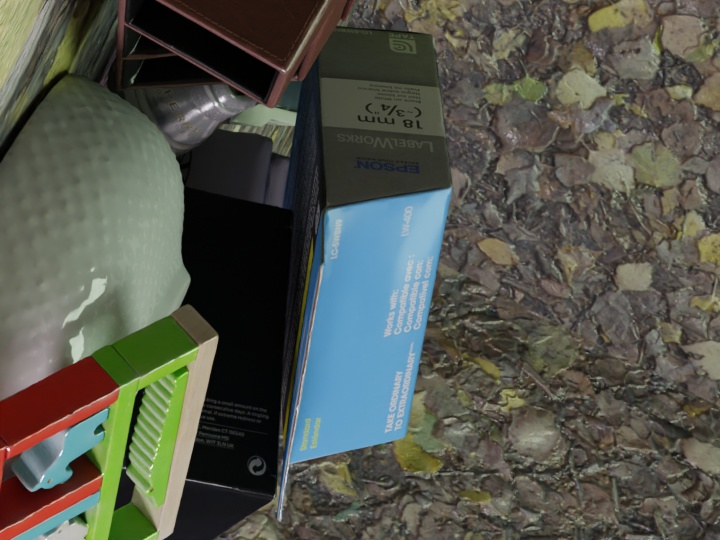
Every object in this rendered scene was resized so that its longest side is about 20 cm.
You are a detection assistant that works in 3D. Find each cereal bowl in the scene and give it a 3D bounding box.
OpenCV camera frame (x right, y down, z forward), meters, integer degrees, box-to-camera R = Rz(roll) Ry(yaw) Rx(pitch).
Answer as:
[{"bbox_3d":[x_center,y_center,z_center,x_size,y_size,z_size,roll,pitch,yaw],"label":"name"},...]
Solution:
[{"bbox_3d":[-0.126,0.025,1.024,0.200,0.083,0.200,-63,-178,4],"label":"cereal bowl"}]

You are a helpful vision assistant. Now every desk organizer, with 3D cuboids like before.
[{"bbox_3d":[-0.044,-0.102,0.935,0.077,0.072,0.200,-60,-178,-9],"label":"desk organizer"}]

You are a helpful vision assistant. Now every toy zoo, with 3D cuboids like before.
[{"bbox_3d":[-0.144,0.100,0.941,0.200,0.020,0.131,-28,150,-34],"label":"toy zoo"}]

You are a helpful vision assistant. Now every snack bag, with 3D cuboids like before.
[{"bbox_3d":[-0.091,0.017,1.305,0.200,0.021,0.189,-162,-100,-66],"label":"snack bag"}]

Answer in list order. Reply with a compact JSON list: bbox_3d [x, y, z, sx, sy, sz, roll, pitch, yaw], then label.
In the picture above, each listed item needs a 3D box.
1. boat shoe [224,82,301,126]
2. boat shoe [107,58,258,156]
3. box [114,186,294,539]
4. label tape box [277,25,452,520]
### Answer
[{"bbox_3d":[-0.066,-0.109,1.315,0.200,0.075,0.062,-13,111,-73],"label":"boat shoe"},{"bbox_3d":[-0.050,-0.121,1.188,0.065,0.074,0.202,-17,-158,32],"label":"boat shoe"},{"bbox_3d":[-0.106,0.061,1.192,0.200,0.079,0.141,140,-40,-57],"label":"box"},{"bbox_3d":[0.000,0.000,1.151,0.200,0.063,0.144,-94,-169,-54],"label":"label tape box"}]
